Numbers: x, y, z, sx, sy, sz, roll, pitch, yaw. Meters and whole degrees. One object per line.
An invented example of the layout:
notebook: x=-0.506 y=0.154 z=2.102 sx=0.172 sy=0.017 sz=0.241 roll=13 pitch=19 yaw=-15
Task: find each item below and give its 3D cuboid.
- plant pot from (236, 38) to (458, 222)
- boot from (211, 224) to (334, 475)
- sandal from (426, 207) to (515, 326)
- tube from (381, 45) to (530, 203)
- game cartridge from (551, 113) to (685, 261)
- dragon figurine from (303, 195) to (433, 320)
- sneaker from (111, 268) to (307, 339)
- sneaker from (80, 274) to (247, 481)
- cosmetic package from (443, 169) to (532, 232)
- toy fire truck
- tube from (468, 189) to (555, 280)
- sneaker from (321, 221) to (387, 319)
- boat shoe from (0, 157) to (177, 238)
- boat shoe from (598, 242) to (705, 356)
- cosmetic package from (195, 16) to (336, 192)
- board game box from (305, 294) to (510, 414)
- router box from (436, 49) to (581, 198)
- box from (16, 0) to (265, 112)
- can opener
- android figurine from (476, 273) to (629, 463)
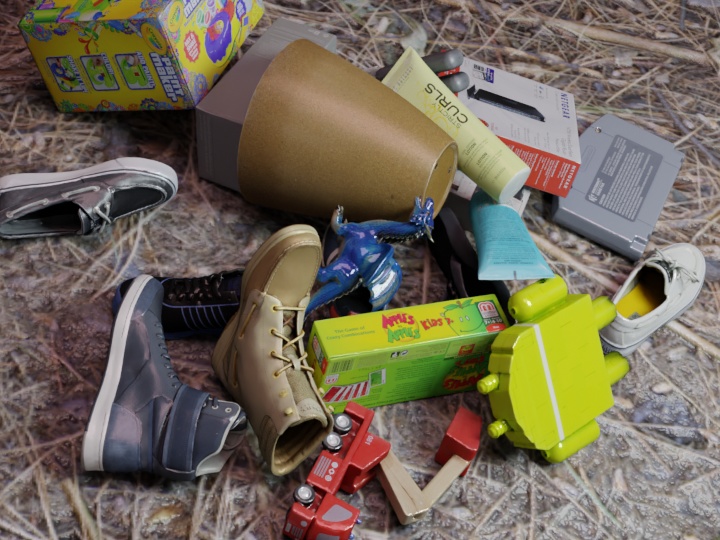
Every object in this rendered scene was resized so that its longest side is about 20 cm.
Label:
plant pot: x=-0.002 y=-0.127 z=1.484 sx=0.198 sy=0.188 sz=0.187 roll=22 pitch=47 yaw=17
boot: x=-0.066 y=0.075 z=1.294 sx=0.072 sy=0.201 sz=0.156 roll=5 pitch=37 yaw=-36
sandal: x=0.110 y=0.014 z=1.495 sx=0.042 sy=0.077 sz=0.201 roll=-11 pitch=44 yaw=-21
tube: x=0.098 y=-0.155 z=1.514 sx=0.058 sy=0.052 sz=0.200 roll=-35 pitch=69 yaw=-28
game cartridge: x=0.308 y=-0.106 z=1.675 sx=0.132 sy=0.041 sz=0.201 roll=29 pitch=49 yaw=5
dragon figurine: x=0.004 y=-0.001 z=1.370 sx=0.099 sy=0.059 sz=0.201 roll=20 pitch=66 yaw=22
sneaker: x=-0.151 y=0.028 z=1.402 sx=0.197 sy=0.078 sz=0.071 roll=9 pitch=48 yaw=-8
sneaker: x=-0.172 y=0.104 z=1.316 sx=0.144 sy=0.077 sz=0.204 roll=6 pitch=62 yaw=4
cosmetic package: x=0.098 y=-0.108 z=1.607 sx=0.198 sy=0.051 sz=0.083 roll=23 pitch=47 yaw=5
toy fire truck: x=0.024 y=0.198 z=1.324 sx=0.140 sy=0.049 sz=0.201 roll=25 pitch=49 yaw=5
tube: x=0.151 y=-0.032 z=1.460 sx=0.076 sy=0.051 sz=0.200 roll=-6 pitch=23 yaw=0
sneaker: x=0.000 y=0.000 z=1.463 sx=0.074 sy=0.085 sz=0.202 roll=5 pitch=49 yaw=-11
boat shoe: x=-0.287 y=-0.068 z=1.452 sx=0.197 sy=0.072 sz=0.068 roll=-5 pitch=49 yaw=-16
boat shoe: x=0.333 y=0.011 z=1.545 sx=0.074 sy=0.087 sz=0.201 roll=41 pitch=52 yaw=20
cosmetic package: x=-0.105 y=-0.188 z=1.578 sx=0.089 sy=0.108 sz=0.200 roll=22 pitch=46 yaw=18
board game box: x=0.043 y=0.086 z=1.389 sx=0.198 sy=0.102 sz=0.048 roll=-8 pitch=52 yaw=-21
router box: x=0.168 y=-0.178 z=1.645 sx=0.177 sy=0.049 sz=0.201 roll=18 pitch=31 yaw=-5
box: x=-0.244 y=-0.288 z=1.571 sx=0.190 sy=0.123 sz=0.201 roll=2 pitch=42 yaw=26
can opener: x=0.047 y=-0.219 z=1.603 sx=0.066 sy=0.199 sz=0.053 roll=-29 pitch=106 yaw=-41
android figurine: x=0.192 y=0.102 z=1.385 sx=0.199 sy=0.184 sz=0.041 roll=-27 pitch=17 yaw=-37
